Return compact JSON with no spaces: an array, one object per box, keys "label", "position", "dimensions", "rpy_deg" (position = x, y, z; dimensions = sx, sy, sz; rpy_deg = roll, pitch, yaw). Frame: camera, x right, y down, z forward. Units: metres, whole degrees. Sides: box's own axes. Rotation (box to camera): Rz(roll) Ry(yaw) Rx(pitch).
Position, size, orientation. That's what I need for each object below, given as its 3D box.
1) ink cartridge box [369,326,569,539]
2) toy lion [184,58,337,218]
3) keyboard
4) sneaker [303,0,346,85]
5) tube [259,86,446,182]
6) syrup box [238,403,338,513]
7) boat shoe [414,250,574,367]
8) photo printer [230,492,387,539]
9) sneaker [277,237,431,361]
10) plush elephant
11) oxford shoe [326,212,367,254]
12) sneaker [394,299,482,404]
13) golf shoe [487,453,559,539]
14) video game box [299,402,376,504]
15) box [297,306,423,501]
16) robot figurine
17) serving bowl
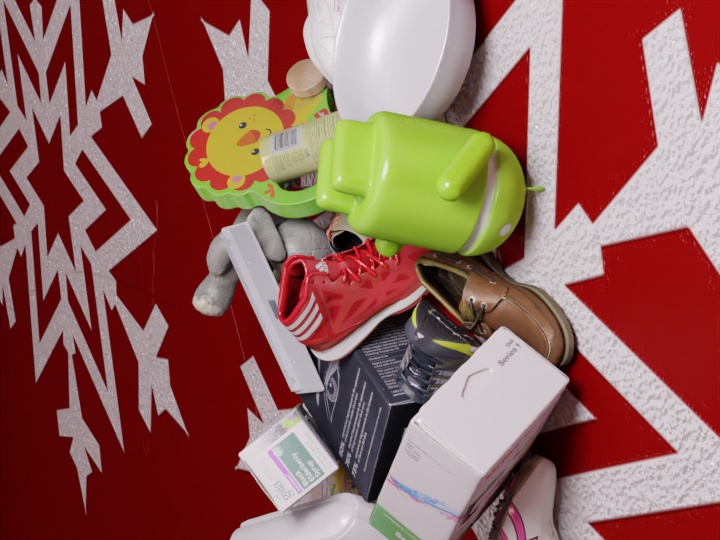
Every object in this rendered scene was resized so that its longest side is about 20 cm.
[{"label":"ink cartridge box","position":[0.098,0.168,1.449],"dimensions":[0.084,0.145,0.200],"rpy_deg":[38,145,14]},{"label":"toy lion","position":[-0.092,-0.128,1.704],"dimensions":[0.200,0.191,0.069],"rpy_deg":[55,176,38]},{"label":"keyboard","position":[-0.094,0.042,1.675],"dimensions":[0.056,0.011,0.201],"rpy_deg":[-14,104,49]},{"label":"sneaker","position":[-0.016,-0.284,1.633],"dimensions":[0.100,0.075,0.201],"rpy_deg":[-7,93,64]},{"label":"tube","position":[-0.006,-0.139,1.600],"dimensions":[0.058,0.199,0.052],"rpy_deg":[60,-155,-32]},{"label":"syrup box","position":[-0.075,0.203,1.707],"dimensions":[0.079,0.081,0.200],"rpy_deg":[52,177,2]},{"label":"boat shoe","position":[0.123,0.039,1.481],"dimensions":[0.200,0.068,0.072],"rpy_deg":[39,130,50]},{"label":"photo printer","position":[-0.020,0.314,1.710],"dimensions":[0.200,0.166,0.070],"rpy_deg":[-22,43,36]},{"label":"sneaker","position":[0.000,0.000,1.562],"dimensions":[0.200,0.115,0.078],"rpy_deg":[-48,50,5]},{"label":"plush elephant","position":[-0.082,-0.013,1.753],"dimensions":[0.155,0.164,0.201],"rpy_deg":[-127,47,-61]},{"label":"oxford shoe","position":[-0.007,-0.060,1.692],"dimensions":[0.200,0.075,0.071],"rpy_deg":[58,147,37]},{"label":"sneaker","position":[0.071,0.088,1.479],"dimensions":[0.074,0.081,0.200],"rpy_deg":[38,177,18]},{"label":"golf shoe","position":[0.167,0.271,1.493],"dimensions":[0.092,0.073,0.201],"rpy_deg":[18,112,21]},{"label":"video game box","position":[-0.014,0.276,1.853],"dimensions":[0.182,0.047,0.201],"rpy_deg":[41,134,54]},{"label":"box","position":[0.018,0.121,1.673],"dimensions":[0.200,0.104,0.148],"rpy_deg":[55,144,40]},{"label":"robot figurine","position":[0.062,-0.079,1.430],"dimensions":[0.175,0.199,0.116],"rpy_deg":[134,144,-60]},{"label":"serving bowl","position":[0.051,-0.218,1.512],"dimensions":[0.200,0.066,0.201],"rpy_deg":[-21,65,53]}]
